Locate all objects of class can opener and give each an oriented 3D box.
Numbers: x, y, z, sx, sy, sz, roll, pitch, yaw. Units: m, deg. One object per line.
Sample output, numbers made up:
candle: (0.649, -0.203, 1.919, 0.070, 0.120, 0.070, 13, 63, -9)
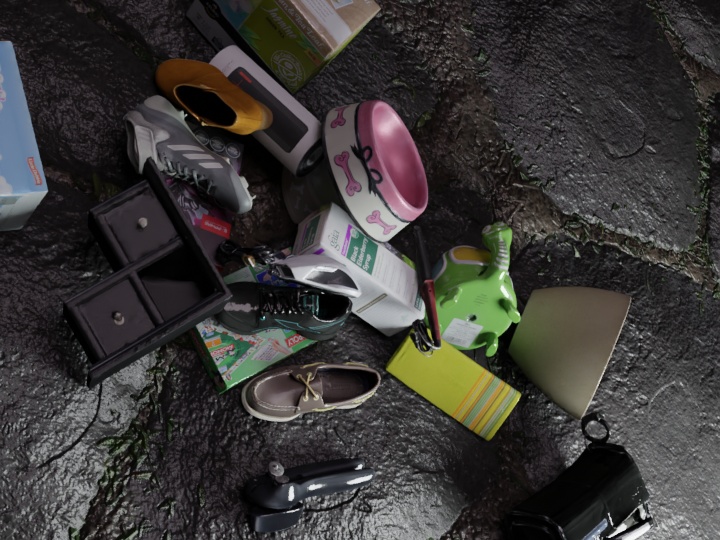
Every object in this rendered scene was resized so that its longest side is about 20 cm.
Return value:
can opener: (-0.067, 0.277, 1.520, 0.198, 0.080, 0.063, -12, 37, -40)

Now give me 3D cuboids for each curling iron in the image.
curling iron: (0.089, 0.024, 1.639, 0.049, 0.025, 0.203, 24, 52, -38)

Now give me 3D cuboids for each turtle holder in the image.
turtle holder: (0.155, 0.022, 1.703, 0.138, 0.187, 0.133, -6, 44, 1)

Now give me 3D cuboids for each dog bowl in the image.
dog bowl: (0.026, -0.146, 1.625, 0.200, 0.073, 0.202, 48, 30, -39)
dog bowl: (-0.018, -0.119, 1.723, 0.197, 0.059, 0.204, 15, 61, -28)

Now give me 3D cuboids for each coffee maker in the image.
coffee maker: (0.306, 0.342, 1.686, 0.198, 0.135, 0.194, -26, 82, -37)

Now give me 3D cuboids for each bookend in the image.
bookend: (-0.293, 0.003, 1.427, 0.197, 0.092, 0.202, -30, 86, -19)

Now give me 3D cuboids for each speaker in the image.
speaker: (-0.133, -0.226, 1.647, 0.200, 0.082, 0.081, 44, 50, 12)

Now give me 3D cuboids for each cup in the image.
cup: (0.308, 0.104, 1.773, 0.141, 0.202, 0.202, 24, 53, 9)

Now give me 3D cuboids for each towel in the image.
towel: (0.135, 0.162, 1.693, 0.199, 0.018, 0.087, 35, 96, -15)

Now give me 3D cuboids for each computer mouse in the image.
computer mouse: (-0.084, -0.006, 1.542, 0.197, 0.109, 0.045, 16, 82, -31)

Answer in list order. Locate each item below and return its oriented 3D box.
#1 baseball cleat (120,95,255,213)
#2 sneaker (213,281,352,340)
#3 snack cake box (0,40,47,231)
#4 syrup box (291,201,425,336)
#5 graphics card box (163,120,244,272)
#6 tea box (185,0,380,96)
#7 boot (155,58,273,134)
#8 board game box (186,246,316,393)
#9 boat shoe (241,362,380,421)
baseball cleat: (-0.234, -0.134, 1.526, 0.200, 0.070, 0.106, 46, 58, 7)
sneaker: (-0.102, 0.044, 1.544, 0.197, 0.079, 0.077, 6, 67, -30)
snack cake box: (-0.449, -0.161, 1.418, 0.066, 0.115, 0.203, -8, 73, -35)
syrup box: (0.000, 0.000, 1.647, 0.199, 0.081, 0.080, 36, 45, -25)
graphics card box: (-0.232, -0.100, 1.577, 0.124, 0.051, 0.203, 21, 58, -24)
tea box: (-0.114, -0.375, 1.687, 0.200, 0.196, 0.134, 47, 52, -5)
boot: (-0.219, -0.240, 1.558, 0.199, 0.072, 0.144, 26, 11, 17)
board game box: (-0.141, 0.064, 1.577, 0.198, 0.029, 0.136, -26, 86, -39)
boat shoe: (-0.064, 0.158, 1.565, 0.197, 0.059, 0.073, 0, 70, -34)
